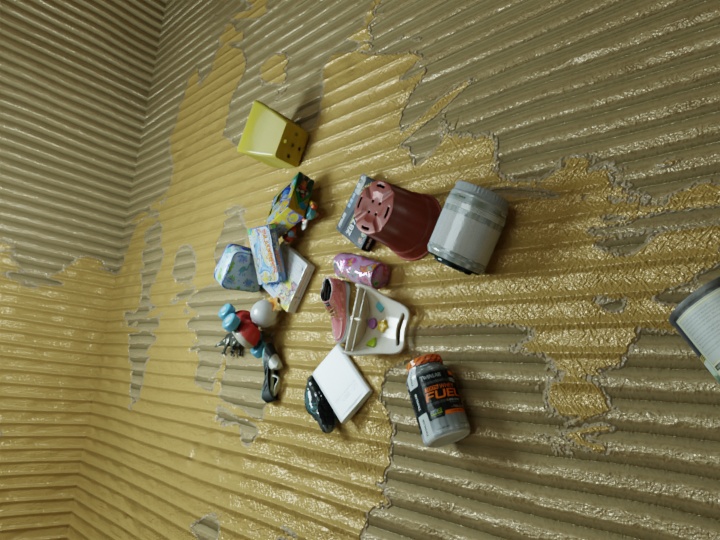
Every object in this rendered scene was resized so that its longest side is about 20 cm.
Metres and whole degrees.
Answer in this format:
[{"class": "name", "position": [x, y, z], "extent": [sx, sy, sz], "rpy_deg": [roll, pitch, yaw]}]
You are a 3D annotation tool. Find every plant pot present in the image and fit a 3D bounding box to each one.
[{"class": "plant pot", "position": [0.097, -0.149, 1.510], "extent": [0.198, 0.193, 0.206], "rpy_deg": [-16, 66, 41]}, {"class": "plant pot", "position": [-0.315, -0.498, 2.048], "extent": [0.174, 0.198, 0.204], "rpy_deg": [26, 96, 35]}]

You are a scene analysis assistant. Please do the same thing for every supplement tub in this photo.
[{"class": "supplement tub", "position": [0.185, 0.319, 1.330], "extent": [0.122, 0.121, 0.204], "rpy_deg": [-37, 55, 31]}]

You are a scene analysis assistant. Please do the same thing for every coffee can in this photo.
[{"class": "coffee can", "position": [0.647, 0.125, 0.902], "extent": [0.146, 0.145, 0.203], "rpy_deg": [-44, 51, 27]}]

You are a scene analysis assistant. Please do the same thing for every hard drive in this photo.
[{"class": "hard drive", "position": [-0.057, 0.339, 1.626], "extent": [0.132, 0.026, 0.201], "rpy_deg": [-49, 47, 9]}]

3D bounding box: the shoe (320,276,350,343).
[{"class": "shoe", "position": [-0.082, 0.123, 1.684], "extent": [0.070, 0.090, 0.206], "rpy_deg": [-13, 69, 42]}]

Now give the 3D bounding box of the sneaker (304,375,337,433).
[{"class": "sneaker", "position": [-0.126, 0.423, 1.664], "extent": [0.080, 0.074, 0.202], "rpy_deg": [-58, 36, 28]}]

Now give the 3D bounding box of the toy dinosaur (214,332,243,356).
[{"class": "toy dinosaur", "position": [-0.489, 0.275, 2.081], "extent": [0.198, 0.076, 0.105], "rpy_deg": [-19, 53, 46]}]

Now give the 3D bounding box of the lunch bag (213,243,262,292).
[{"class": "lunch bag", "position": [-0.433, -0.009, 2.004], "extent": [0.082, 0.198, 0.163], "rpy_deg": [36, 105, 37]}]

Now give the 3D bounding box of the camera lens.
[{"class": "camera lens", "position": [0.268, -0.101, 1.346], "extent": [0.159, 0.158, 0.204], "rpy_deg": [29, 98, 45]}]

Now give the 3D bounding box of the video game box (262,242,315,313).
[{"class": "video game box", "position": [-0.259, 0.024, 1.927], "extent": [0.199, 0.046, 0.185], "rpy_deg": [37, 104, 45]}]

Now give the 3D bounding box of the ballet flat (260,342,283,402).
[{"class": "ballet flat", "position": [-0.300, 0.354, 1.862], "extent": [0.067, 0.067, 0.206], "rpy_deg": [-1, 86, 34]}]

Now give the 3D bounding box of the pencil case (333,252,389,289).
[{"class": "pencil case", "position": [0.000, 0.000, 1.648], "extent": [0.198, 0.086, 0.090], "rpy_deg": [16, 89, 47]}]

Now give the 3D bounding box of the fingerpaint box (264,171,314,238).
[{"class": "fingerpaint box", "position": [-0.260, -0.229, 1.927], "extent": [0.199, 0.072, 0.170], "rpy_deg": [-31, 38, 48]}]

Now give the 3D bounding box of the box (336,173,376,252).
[{"class": "box", "position": [0.018, -0.184, 1.706], "extent": [0.161, 0.048, 0.203], "rpy_deg": [41, 108, 47]}]

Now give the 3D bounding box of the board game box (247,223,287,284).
[{"class": "board game box", "position": [-0.333, -0.057, 1.915], "extent": [0.133, 0.034, 0.205], "rpy_deg": [-7, 97, 45]}]

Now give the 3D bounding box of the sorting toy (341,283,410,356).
[{"class": "sorting toy", "position": [0.057, 0.157, 1.536], "extent": [0.177, 0.106, 0.205], "rpy_deg": [8, 83, 39]}]

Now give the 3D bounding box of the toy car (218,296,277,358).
[{"class": "toy car", "position": [-0.367, 0.165, 1.917], "extent": [0.200, 0.185, 0.177], "rpy_deg": [-43, 29, -5]}]

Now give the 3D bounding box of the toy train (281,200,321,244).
[{"class": "toy train", "position": [-0.202, -0.163, 1.899], "extent": [0.198, 0.055, 0.153], "rpy_deg": [-18, 49, 56]}]
